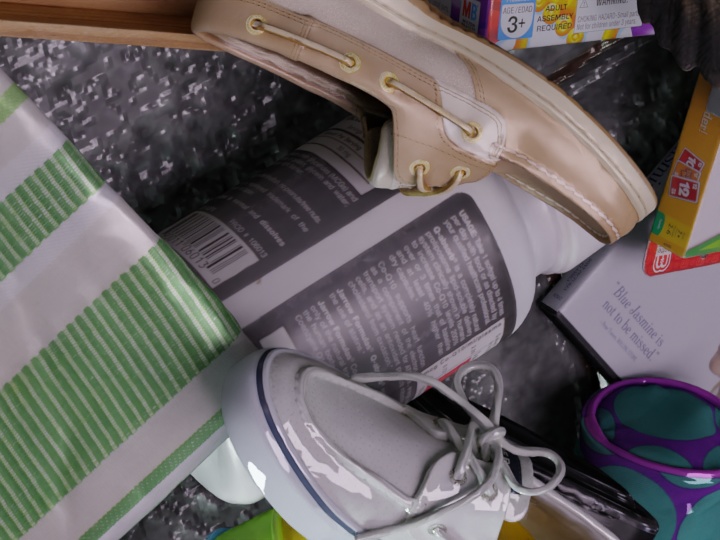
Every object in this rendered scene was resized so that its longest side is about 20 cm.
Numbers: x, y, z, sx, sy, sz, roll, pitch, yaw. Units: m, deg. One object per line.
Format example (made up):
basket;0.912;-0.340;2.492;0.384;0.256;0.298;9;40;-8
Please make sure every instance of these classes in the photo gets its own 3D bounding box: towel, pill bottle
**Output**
towel;-0.146;0.020;1.094;0.152;0.023;0.200;-42;102;9
pill bottle;0.000;0.000;1.196;0.199;0.116;0.117;-32;125;-18

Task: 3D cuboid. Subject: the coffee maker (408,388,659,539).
coffee maker;0.041;0.168;1.250;0.134;0.192;0.201;23;97;-39

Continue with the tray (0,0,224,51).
tray;-0.094;-0.140;1.122;0.199;0.037;0.099;1;110;-35

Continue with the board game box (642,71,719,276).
board game box;0.186;-0.089;1.293;0.095;0.030;0.201;-10;125;-48

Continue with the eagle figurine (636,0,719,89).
eagle figurine;0.149;-0.182;1.058;0.152;0.151;0.201;31;84;-51

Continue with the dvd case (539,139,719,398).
dvd case;0.188;-0.017;1.378;0.200;0.018;0.143;-49;128;-6

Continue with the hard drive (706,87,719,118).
hard drive;0.258;-0.089;1.271;0.199;0.026;0.132;24;97;-31

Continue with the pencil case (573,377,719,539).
pencil case;0.134;0.155;1.367;0.092;0.085;0.201;2;118;-11

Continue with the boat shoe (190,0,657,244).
boat shoe;0.022;-0.063;1.126;0.200;0.074;0.069;35;81;-5

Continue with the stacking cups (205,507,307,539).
stacking cups;-0.065;0.134;1.189;0.199;0.061;0.060;-24;135;28

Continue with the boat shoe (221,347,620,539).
boat shoe;0.039;0.081;1.101;0.086;0.075;0.202;-27;130;30

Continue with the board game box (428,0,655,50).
board game box;0.074;-0.202;1.163;0.104;0.103;0.201;-9;116;-31
